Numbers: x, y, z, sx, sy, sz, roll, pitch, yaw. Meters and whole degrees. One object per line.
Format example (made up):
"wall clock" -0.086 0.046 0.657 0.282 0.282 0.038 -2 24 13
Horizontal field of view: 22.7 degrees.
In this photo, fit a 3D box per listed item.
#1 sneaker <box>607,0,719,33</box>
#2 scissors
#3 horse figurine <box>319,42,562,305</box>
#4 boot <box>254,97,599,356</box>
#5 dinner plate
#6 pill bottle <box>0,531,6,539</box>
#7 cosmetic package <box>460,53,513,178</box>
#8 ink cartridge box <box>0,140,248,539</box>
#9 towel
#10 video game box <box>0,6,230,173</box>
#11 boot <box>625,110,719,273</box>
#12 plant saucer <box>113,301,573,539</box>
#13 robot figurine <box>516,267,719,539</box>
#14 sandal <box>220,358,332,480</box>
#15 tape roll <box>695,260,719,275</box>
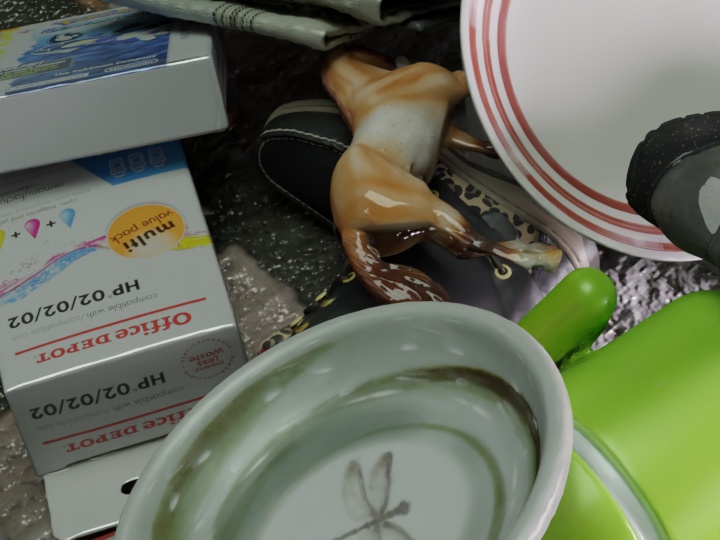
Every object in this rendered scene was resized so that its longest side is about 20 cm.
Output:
"sneaker" 0.108 -0.144 0.891 0.199 0.073 0.082 4 58 -16
"scissors" -0.055 0.094 0.865 0.199 0.014 0.073 -23 43 -15
"horse figurine" 0.033 -0.046 0.854 0.132 0.050 0.201 10 47 3
"boot" 0.000 0.000 0.894 0.199 0.073 0.151 28 53 20
"dinner plate" 0.136 -0.101 0.851 0.199 0.024 0.201 5 77 -20
"pill bottle" -0.221 0.122 0.779 0.119 0.120 0.200 -30 68 -17
"cosmetic package" 0.128 -0.144 0.996 0.050 0.083 0.200 23 56 28
"ink cartridge box" -0.121 0.025 0.888 0.115 0.068 0.200 -17 45 -6
"towel" -0.025 -0.153 0.990 0.199 0.035 0.192 12 16 29
"video game box" -0.171 -0.099 0.974 0.199 0.047 0.182 -11 17 -1
"boot" 0.228 -0.028 0.785 0.199 0.070 0.132 -21 42 -17
"plant saucer" -0.003 0.099 0.715 0.199 0.050 0.201 -20 35 15
"robot figurine" 0.129 0.086 0.774 0.200 0.116 0.176 -31 73 -17
"sandal" -0.058 0.127 0.802 0.075 0.048 0.201 41 81 -4
"tape roll" 0.239 -0.082 0.937 0.199 0.066 0.201 -5 49 6
